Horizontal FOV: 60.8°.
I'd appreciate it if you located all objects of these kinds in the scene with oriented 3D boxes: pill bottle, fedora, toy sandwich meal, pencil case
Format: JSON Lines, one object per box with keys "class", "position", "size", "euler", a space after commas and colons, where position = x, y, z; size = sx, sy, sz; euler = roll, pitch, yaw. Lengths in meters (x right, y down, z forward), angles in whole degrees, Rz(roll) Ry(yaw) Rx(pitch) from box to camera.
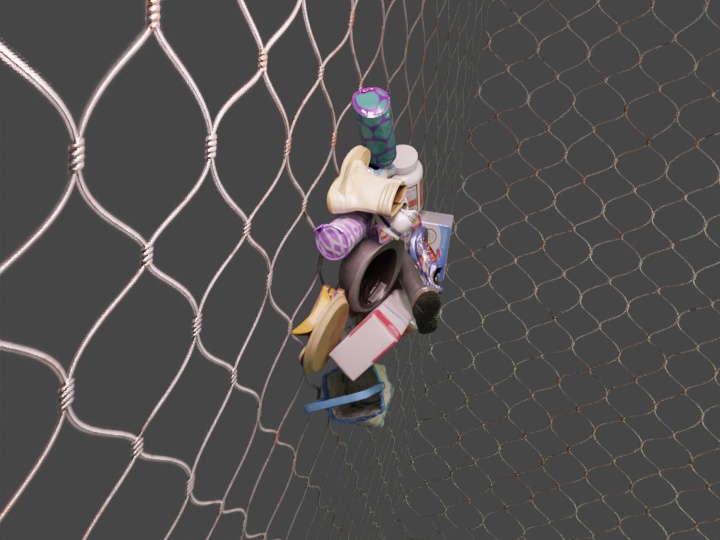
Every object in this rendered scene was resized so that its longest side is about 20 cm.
{"class": "pill bottle", "position": [0.120, -0.251, 1.722], "size": [0.201, 0.111, 0.113], "euler": [81, 26, -55]}
{"class": "fedora", "position": [0.014, -0.004, 1.408], "size": [0.176, 0.090, 0.201], "euler": [-28, 141, -42]}
{"class": "toy sandwich meal", "position": [-0.089, 0.123, 1.325], "size": [0.206, 0.070, 0.206], "euler": [-59, 164, -28]}
{"class": "pill bottle", "position": [0.050, 0.142, 1.574], "size": [0.112, 0.199, 0.113], "euler": [43, 26, -27]}
{"class": "pencil case", "position": [0.035, -0.323, 1.387], "size": [0.200, 0.084, 0.093], "euler": [74, 8, -63]}
{"class": "pencil case", "position": [-0.031, -0.093, 1.336], "size": [0.086, 0.084, 0.200], "euler": [57, 26, -11]}

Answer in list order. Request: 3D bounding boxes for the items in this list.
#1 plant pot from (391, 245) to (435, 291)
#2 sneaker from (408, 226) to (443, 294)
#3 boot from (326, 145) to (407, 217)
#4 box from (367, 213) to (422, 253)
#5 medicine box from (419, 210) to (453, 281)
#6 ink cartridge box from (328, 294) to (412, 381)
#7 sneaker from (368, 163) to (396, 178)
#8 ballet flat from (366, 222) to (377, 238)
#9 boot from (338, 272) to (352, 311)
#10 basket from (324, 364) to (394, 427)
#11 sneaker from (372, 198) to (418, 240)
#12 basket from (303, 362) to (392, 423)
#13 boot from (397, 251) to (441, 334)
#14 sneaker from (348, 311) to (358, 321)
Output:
{"class": "plant pot", "position": [0.101, 0.018, 1.792], "size": [0.187, 0.186, 0.201], "euler": [-60, 171, -51]}
{"class": "sneaker", "position": [0.175, -0.018, 1.587], "size": [0.075, 0.078, 0.202], "euler": [20, 63, -63]}
{"class": "boot", "position": [0.029, -0.192, 1.322], "size": [0.073, 0.154, 0.201], "euler": [77, 28, -43]}
{"class": "box", "position": [0.097, -0.064, 1.600], "size": [0.199, 0.039, 0.138], "euler": [-23, 109, -48]}
{"class": "medicine box", "position": [0.171, -0.083, 1.872], "size": [0.103, 0.198, 0.183], "euler": [-62, 159, -63]}
{"class": "ink cartridge box", "position": [0.029, 0.149, 1.402], "size": [0.148, 0.086, 0.200], "euler": [-45, 175, 18]}
{"class": "sneaker", "position": [0.043, -0.250, 1.525], "size": [0.073, 0.071, 0.200], "euler": [63, 19, -16]}
{"class": "ballet flat", "position": [0.045, -0.141, 1.608], "size": [0.201, 0.072, 0.072], "euler": [82, 24, -54]}
{"class": "boot", "position": [0.000, 0.000, 1.552], "size": [0.200, 0.074, 0.108], "euler": [-61, 153, -47]}
{"class": "basket", "position": [-0.011, 0.330, 1.657], "size": [0.200, 0.138, 0.177], "euler": [49, 53, -39]}
{"class": "sneaker", "position": [0.058, -0.156, 1.370], "size": [0.081, 0.200, 0.076], "euler": [-46, 143, 17]}
{"class": "basket", "position": [-0.018, 0.294, 1.465], "size": [0.200, 0.175, 0.140], "euler": [1, 73, -59]}
{"class": "boot", "position": [0.129, 0.028, 1.452], "size": [0.182, 0.072, 0.201], "euler": [90, -9, -53]}
{"class": "sneaker", "position": [0.009, 0.102, 1.694], "size": [0.200, 0.071, 0.080], "euler": [65, 20, -59]}
